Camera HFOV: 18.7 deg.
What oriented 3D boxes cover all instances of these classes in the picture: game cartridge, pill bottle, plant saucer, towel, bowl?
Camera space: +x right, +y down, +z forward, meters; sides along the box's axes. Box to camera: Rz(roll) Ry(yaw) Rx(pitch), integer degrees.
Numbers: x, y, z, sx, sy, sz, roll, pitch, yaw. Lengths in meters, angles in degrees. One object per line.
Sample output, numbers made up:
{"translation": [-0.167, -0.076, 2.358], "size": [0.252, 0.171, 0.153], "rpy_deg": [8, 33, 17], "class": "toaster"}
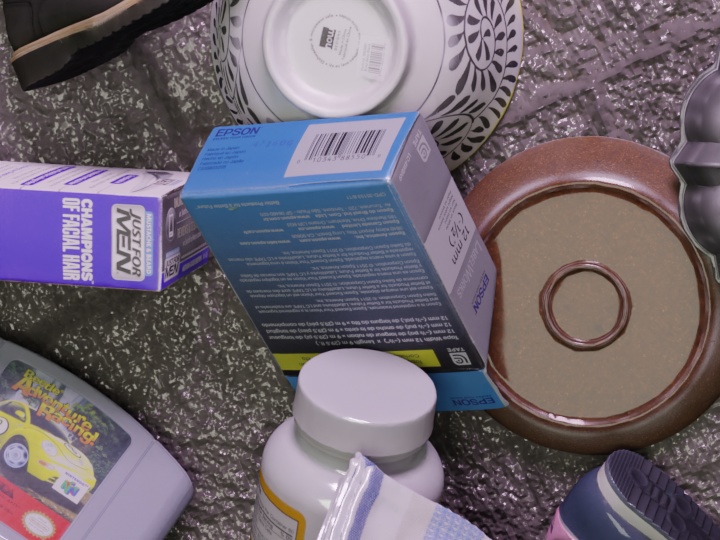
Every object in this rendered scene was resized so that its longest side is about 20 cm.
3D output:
{"translation": [-0.211, 0.122, 1.385], "size": [0.200, 0.133, 0.041], "rpy_deg": [33, 136, 1], "class": "game cartridge"}
{"translation": [-0.010, 0.154, 1.332], "size": [0.112, 0.113, 0.201], "rpy_deg": [14, 118, 9], "class": "pill bottle"}
{"translation": [0.140, 0.019, 1.343], "size": [0.199, 0.034, 0.201], "rpy_deg": [2, 100, 10], "class": "plant saucer"}
{"translation": [0.050, 0.211, 1.242], "size": [0.200, 0.024, 0.147], "rpy_deg": [33, 61, -19], "class": "towel"}
{"translation": [-0.006, -0.138, 1.315], "size": [0.200, 0.094, 0.202], "rpy_deg": [2, 101, 12], "class": "bowl"}

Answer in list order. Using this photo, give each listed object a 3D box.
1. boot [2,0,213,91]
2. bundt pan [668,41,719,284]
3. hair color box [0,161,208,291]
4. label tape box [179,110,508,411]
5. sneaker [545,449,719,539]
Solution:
{"translation": [-0.164, -0.205, 1.322], "size": [0.200, 0.077, 0.139], "rpy_deg": [-22, 90, 36], "class": "boot"}
{"translation": [0.282, -0.062, 1.262], "size": [0.201, 0.076, 0.203], "rpy_deg": [0, 93, 3], "class": "bundt pan"}
{"translation": [-0.203, -0.031, 1.366], "size": [0.199, 0.109, 0.065], "rpy_deg": [2, 100, 12], "class": "hair color box"}
{"translation": [0.000, 0.000, 1.323], "size": [0.143, 0.066, 0.200], "rpy_deg": [-3, 136, 29], "class": "label tape box"}
{"translation": [0.200, 0.205, 1.353], "size": [0.200, 0.070, 0.082], "rpy_deg": [49, 122, 3], "class": "sneaker"}
